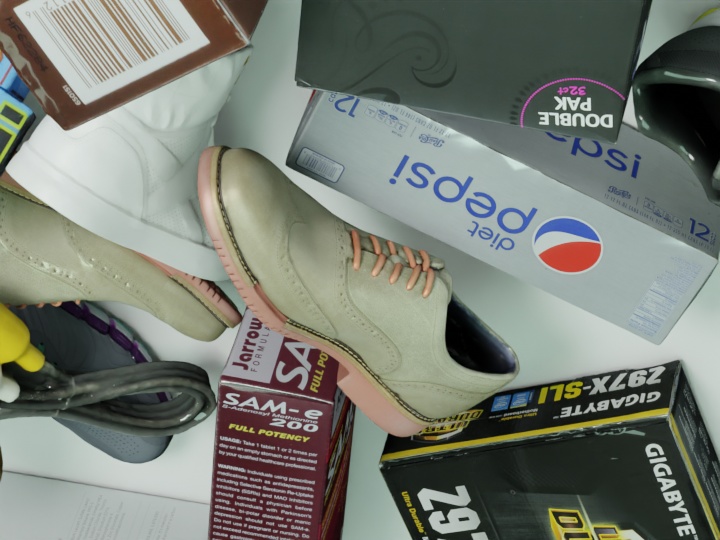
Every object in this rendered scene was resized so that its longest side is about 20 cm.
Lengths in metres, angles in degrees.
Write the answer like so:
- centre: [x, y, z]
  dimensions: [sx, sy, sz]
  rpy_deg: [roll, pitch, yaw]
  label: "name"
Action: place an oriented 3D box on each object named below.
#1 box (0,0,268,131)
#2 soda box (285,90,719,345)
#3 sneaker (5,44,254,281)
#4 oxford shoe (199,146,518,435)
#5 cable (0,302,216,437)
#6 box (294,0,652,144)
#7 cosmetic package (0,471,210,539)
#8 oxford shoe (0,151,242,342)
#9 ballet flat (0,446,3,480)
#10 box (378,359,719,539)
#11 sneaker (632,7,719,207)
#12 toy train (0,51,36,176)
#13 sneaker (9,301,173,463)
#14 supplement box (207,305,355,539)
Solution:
- centre: [-0.079, -0.155, 1.226]
  dimensions: [0.100, 0.200, 0.075]
  rpy_deg: [-23, 116, 27]
  label: "box"
- centre: [0.070, -0.046, 1.356]
  dimensions: [0.199, 0.068, 0.064]
  rpy_deg: [25, 129, -6]
  label: "soda box"
- centre: [-0.078, -0.065, 1.349]
  dimensions: [0.074, 0.200, 0.116]
  rpy_deg: [34, 94, 19]
  label: "sneaker"
- centre: [0.000, 0.000, 1.334]
  dimensions: [0.074, 0.071, 0.200]
  rpy_deg: [-20, 139, 27]
  label: "oxford shoe"
- centre: [-0.158, 0.065, 1.423]
  dimensions: [0.200, 0.050, 0.097]
  rpy_deg: [25, 115, -41]
  label: "cable"
- centre: [0.060, -0.177, 1.223]
  dimensions: [0.148, 0.125, 0.201]
  rpy_deg: [12, 129, 5]
  label: "box"
- centre: [-0.179, 0.177, 1.582]
  dimensions: [0.199, 0.081, 0.113]
  rpy_deg: [11, 128, 7]
  label: "cosmetic package"
- centre: [-0.152, -0.009, 1.419]
  dimensions: [0.199, 0.071, 0.074]
  rpy_deg: [30, 93, -15]
  label: "oxford shoe"
- centre: [-0.244, 0.039, 1.488]
  dimensions: [0.068, 0.072, 0.200]
  rpy_deg: [-39, 79, -1]
  label: "ballet flat"
- centre: [0.118, 0.147, 1.506]
  dimensions: [0.159, 0.049, 0.201]
  rpy_deg: [-9, 124, 23]
  label: "box"
- centre: [0.197, -0.036, 1.271]
  dimensions: [0.200, 0.084, 0.075]
  rpy_deg: [40, 132, 26]
  label: "sneaker"
- centre: [-0.183, -0.116, 1.301]
  dimensions: [0.114, 0.087, 0.201]
  rpy_deg: [31, 85, -16]
  label: "toy train"
- centre: [-0.176, 0.043, 1.473]
  dimensions: [0.074, 0.088, 0.200]
  rpy_deg: [-29, 115, 30]
  label: "sneaker"
- centre: [-0.039, 0.102, 1.471]
  dimensions: [0.061, 0.109, 0.201]
  rpy_deg: [10, 129, 5]
  label: "supplement box"
